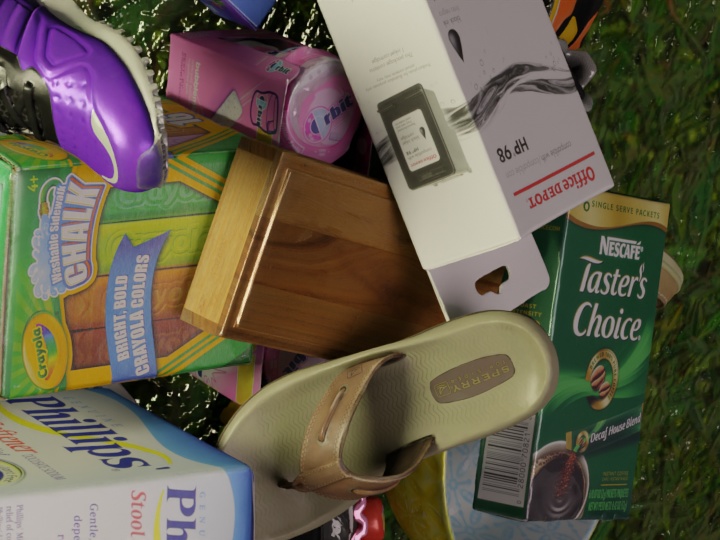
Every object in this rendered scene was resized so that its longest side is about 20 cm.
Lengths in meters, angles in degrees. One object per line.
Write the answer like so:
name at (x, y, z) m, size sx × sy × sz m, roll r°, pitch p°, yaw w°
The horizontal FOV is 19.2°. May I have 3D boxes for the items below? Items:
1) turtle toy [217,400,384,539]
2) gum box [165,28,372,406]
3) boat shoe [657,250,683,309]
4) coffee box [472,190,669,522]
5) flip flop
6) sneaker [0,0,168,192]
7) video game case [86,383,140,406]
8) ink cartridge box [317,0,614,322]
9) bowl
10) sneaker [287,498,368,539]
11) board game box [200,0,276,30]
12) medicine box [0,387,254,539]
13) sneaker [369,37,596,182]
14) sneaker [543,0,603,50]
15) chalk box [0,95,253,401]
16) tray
turtle toy at (-0.036, 0.170, 1.294) m, size 0.200 × 0.101 × 0.146 m, roll 34°, pitch 85°, yaw -42°
gum box at (-0.056, -0.035, 1.186) m, size 0.066 × 0.113 × 0.201 m, roll -8°, pitch 112°, yaw -37°
boat shoe at (0.126, -0.007, 1.365) m, size 0.200 × 0.073 × 0.063 m, roll 25°, pitch 74°, yaw -39°
coffee box at (0.128, 0.049, 1.278) m, size 0.123 × 0.044 × 0.201 m, roll 9°, pitch 89°, yaw -52°
flip flop at (0.009, 0.082, 1.098) m, size 0.200 × 0.058 × 0.081 m, roll -23°, pitch 100°, yaw 10°
sneaker at (-0.172, -0.093, 1.022) m, size 0.099 × 0.200 × 0.070 m, roll -26°, pitch 143°, yaw -25°
video game case at (-0.204, 0.137, 1.200) m, size 0.200 × 0.018 × 0.143 m, roll -47°, pitch 130°, yaw -14°
ink cartridge box at (0.065, -0.077, 1.138) m, size 0.116 × 0.067 × 0.201 m, roll -28°, pitch 97°, yaw -53°
bowl at (0.068, 0.098, 1.333) m, size 0.200 × 0.107 × 0.201 m, roll -13°, pitch 106°, yaw -51°
sneaker at (-0.063, 0.169, 1.165) m, size 0.095 × 0.079 × 0.201 m, roll 6°, pitch 107°, yaw -38°
board game box at (-0.089, -0.240, 1.121) m, size 0.200 × 0.045 × 0.135 m, roll 41°, pitch 80°, yaw -41°
medicine box at (-0.182, 0.134, 1.080) m, size 0.199 × 0.182 × 0.103 m, roll -4°, pitch 103°, yaw -31°
sneaker at (0.066, -0.094, 1.235) m, size 0.200 × 0.115 × 0.075 m, roll -32°, pitch 98°, yaw -44°
sneaker at (0.136, -0.228, 1.304) m, size 0.090 × 0.070 × 0.201 m, roll 10°, pitch 102°, yaw -56°
chalk box at (-0.164, -0.015, 1.099) m, size 0.200 × 0.124 × 0.125 m, roll -9°, pitch 114°, yaw -37°
tray at (0.000, 0.000, 1.142) m, size 0.200 × 0.037 × 0.099 m, roll 15°, pitch 95°, yaw -47°
